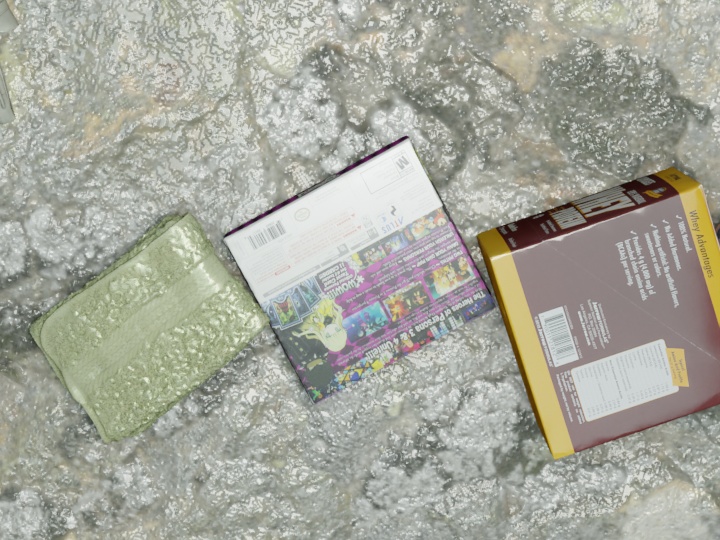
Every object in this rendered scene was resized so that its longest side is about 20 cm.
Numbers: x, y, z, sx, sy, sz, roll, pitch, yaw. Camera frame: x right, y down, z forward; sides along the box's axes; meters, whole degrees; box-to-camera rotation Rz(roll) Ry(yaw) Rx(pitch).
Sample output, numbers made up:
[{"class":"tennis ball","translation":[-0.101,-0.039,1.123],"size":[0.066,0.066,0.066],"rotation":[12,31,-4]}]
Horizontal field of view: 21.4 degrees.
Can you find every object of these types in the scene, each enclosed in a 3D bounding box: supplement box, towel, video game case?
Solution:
[{"class":"supplement box","translation":[0.234,0.035,1.744],"size":[0.199,0.133,0.199],"rotation":[-18,100,1]},{"class":"towel","translation":[-0.196,0.056,1.769],"size":[0.199,0.036,0.149],"rotation":[-37,94,11]},{"class":"video game case","translation":[0.000,0.000,1.779],"size":[0.199,0.036,0.182],"rotation":[-29,100,3]}]

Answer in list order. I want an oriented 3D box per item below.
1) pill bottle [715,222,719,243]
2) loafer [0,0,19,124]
[{"class":"pill bottle","translation":[0.416,0.018,1.762],"size":[0.200,0.106,0.106],"rotation":[40,96,-8]},{"class":"loafer","translation":[-0.342,-0.228,1.715],"size":[0.069,0.070,0.202],"rotation":[-1,108,-7]}]
